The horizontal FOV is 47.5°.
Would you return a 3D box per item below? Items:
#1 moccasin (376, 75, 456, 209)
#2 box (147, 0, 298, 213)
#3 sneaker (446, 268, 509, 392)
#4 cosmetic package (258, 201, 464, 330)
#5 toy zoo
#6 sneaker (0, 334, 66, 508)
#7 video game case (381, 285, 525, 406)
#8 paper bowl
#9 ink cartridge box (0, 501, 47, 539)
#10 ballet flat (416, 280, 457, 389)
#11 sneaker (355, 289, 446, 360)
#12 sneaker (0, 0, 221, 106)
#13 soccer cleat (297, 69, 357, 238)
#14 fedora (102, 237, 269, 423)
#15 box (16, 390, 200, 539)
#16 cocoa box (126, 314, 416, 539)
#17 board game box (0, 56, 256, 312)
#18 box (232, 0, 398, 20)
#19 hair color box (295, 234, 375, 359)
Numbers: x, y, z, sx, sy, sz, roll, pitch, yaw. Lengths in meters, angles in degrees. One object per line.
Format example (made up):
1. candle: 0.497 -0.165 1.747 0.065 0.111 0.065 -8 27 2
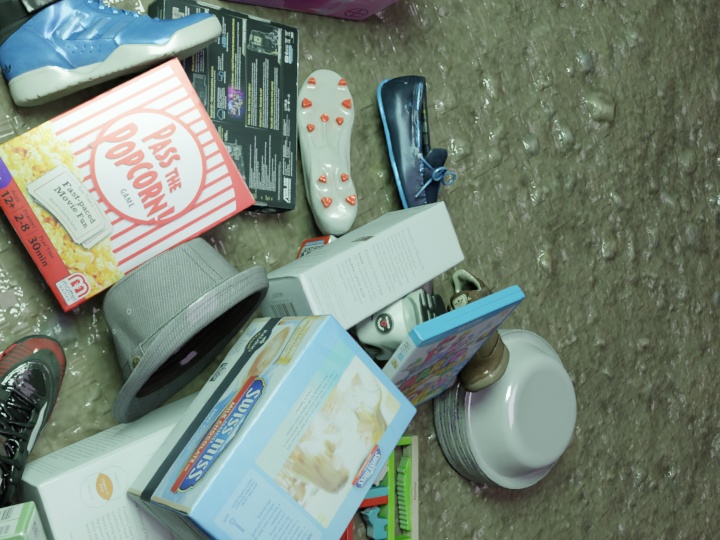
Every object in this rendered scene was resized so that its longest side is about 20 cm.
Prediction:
1. moccasin: 0.073 -0.135 0.981 0.080 0.067 0.202 -51 127 -75
2. box: -0.142 -0.167 0.852 0.159 0.043 0.203 3 85 -37
3. sneaker: 0.129 0.069 0.986 0.076 0.070 0.200 52 19 -16
4. cosmetic package: 0.000 0.000 0.835 0.199 0.101 0.075 -31 103 -35
5. toy zoo: -0.015 0.260 0.932 0.198 0.020 0.133 2 85 -37
6. sneaker: -0.302 0.143 0.675 0.071 0.097 0.202 40 63 -26
7. video game case: 0.070 0.096 0.834 0.142 0.201 0.018 -18 63 -35
8. paper bowl: 0.197 0.177 1.049 0.199 0.104 0.203 2 87 -37
9. ink cartridge box: -0.298 0.284 0.629 0.144 0.048 0.202 -12 112 -8
10. ballet flat: 0.069 0.051 1.002 0.067 0.046 0.202 -21 94 -13
11. sneaker: 0.049 0.065 0.897 0.200 0.088 0.075 37 41 -67
12. sneaker: -0.233 -0.232 0.742 0.198 0.077 0.112 -20 100 -9
13. soccer cleat: -0.040 -0.131 0.920 0.068 0.078 0.202 -1 67 -12
14. fedora: -0.175 0.042 0.750 0.090 0.200 0.177 48 47 6
15. box: -0.194 0.205 0.752 0.199 0.097 0.126 -19 98 -36
16. cocoa box: -0.073 0.155 0.705 0.134 0.131 0.201 48 60 -22
17. board game box: -0.218 -0.079 0.746 0.199 0.046 0.153 -33 101 -17
18. box: -0.030 -0.349 0.868 0.198 0.175 0.098 -3 88 -37
19. hair color box: -0.041 0.077 0.900 0.110 0.064 0.202 32 70 -31
